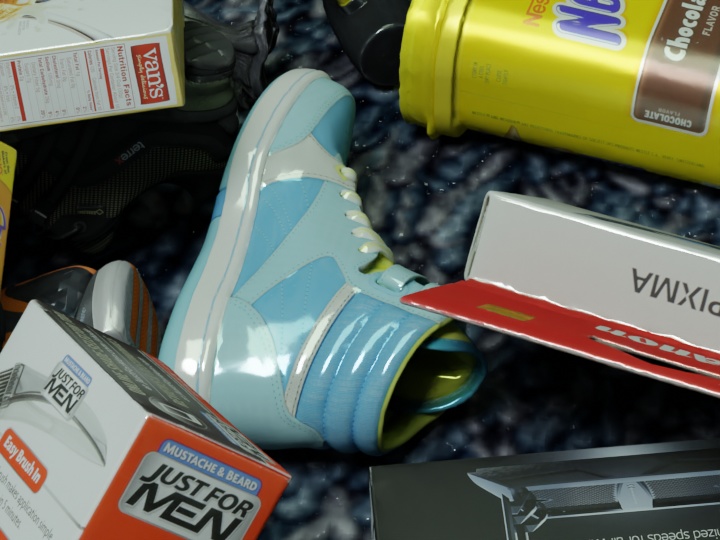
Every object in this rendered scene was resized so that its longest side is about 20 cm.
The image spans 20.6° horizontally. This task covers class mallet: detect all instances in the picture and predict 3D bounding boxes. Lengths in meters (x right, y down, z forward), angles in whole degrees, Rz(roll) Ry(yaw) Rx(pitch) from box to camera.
[{"bbox_3d":[-0.041,-0.168,0.958,0.041,0.200,0.066,-40,35,12],"label":"mallet"}]

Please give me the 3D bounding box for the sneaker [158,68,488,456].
[{"bbox_3d":[0.000,0.000,0.853,0.130,0.080,0.201,8,55,13],"label":"sneaker"}]

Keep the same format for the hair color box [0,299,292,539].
[{"bbox_3d":[-0.115,0.123,0.647,0.201,0.064,0.111,-61,34,3],"label":"hair color box"}]

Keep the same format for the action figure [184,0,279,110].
[{"bbox_3d":[-0.140,-0.126,0.961,0.198,0.103,0.119,2,9,1],"label":"action figure"}]

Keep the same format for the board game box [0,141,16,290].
[{"bbox_3d":[-0.184,0.051,0.764,0.095,0.030,0.201,-9,66,35],"label":"board game box"}]

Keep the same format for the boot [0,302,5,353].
[{"bbox_3d":[-0.229,0.063,0.728,0.168,0.201,0.076,27,8,37],"label":"boot"}]

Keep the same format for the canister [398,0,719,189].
[{"bbox_3d":[0.136,-0.113,0.953,0.199,0.087,0.149,15,48,15],"label":"canister"}]

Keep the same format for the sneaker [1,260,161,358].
[{"bbox_3d":[-0.141,0.086,0.786,0.111,0.078,0.201,-10,44,9],"label":"sneaker"}]

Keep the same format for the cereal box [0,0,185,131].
[{"bbox_3d":[-0.173,-0.098,0.833,0.198,0.040,0.144,-9,27,-2],"label":"cereal box"}]

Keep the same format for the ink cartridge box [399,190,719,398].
[{"bbox_3d":[0.136,0.015,0.783,0.199,0.045,0.176,17,7,19],"label":"ink cartridge box"}]

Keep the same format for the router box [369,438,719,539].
[{"bbox_3d":[0.107,0.139,0.723,0.198,0.052,0.158,-4,45,-1],"label":"router box"}]

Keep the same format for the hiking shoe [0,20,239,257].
[{"bbox_3d":[-0.149,-0.047,0.886,0.198,0.101,0.076,-8,23,2],"label":"hiking shoe"}]
